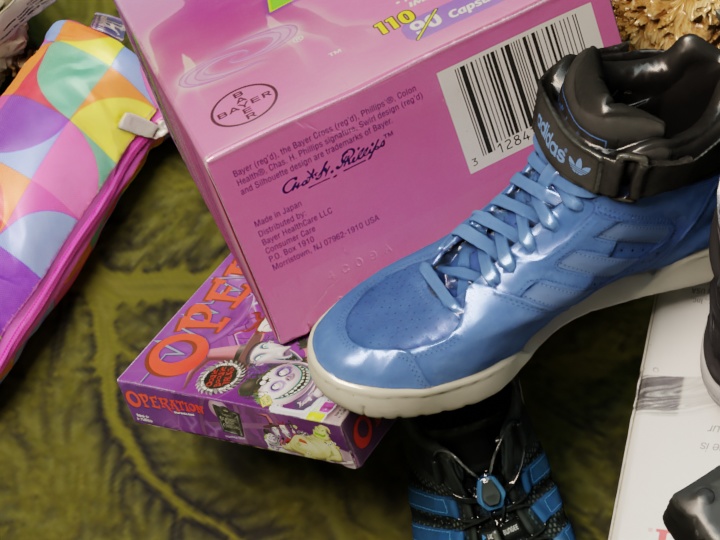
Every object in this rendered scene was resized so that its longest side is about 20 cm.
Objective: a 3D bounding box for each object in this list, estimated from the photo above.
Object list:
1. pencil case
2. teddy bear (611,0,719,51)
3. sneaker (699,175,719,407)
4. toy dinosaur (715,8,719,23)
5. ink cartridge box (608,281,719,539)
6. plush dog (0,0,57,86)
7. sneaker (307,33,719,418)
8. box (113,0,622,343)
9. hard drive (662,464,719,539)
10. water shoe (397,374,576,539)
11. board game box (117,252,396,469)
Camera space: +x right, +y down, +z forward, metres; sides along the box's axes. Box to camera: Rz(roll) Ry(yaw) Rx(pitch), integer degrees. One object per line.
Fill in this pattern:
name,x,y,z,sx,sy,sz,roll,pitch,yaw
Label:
pencil case,-0.161,-0.028,1.029,0.088,0.089,0.201,23,69,26
teddy bear,0.170,-0.170,0.957,0.200,0.067,0.145,-41,27,-13
sneaker,0.198,-0.038,0.818,0.075,0.114,0.200,31,69,29
toy dinosaur,0.170,-0.064,0.914,0.087,0.200,0.048,0,75,-5
ink cartridge box,0.188,0.063,0.876,0.144,0.084,0.201,6,61,17
plush dog,-0.237,-0.163,1.099,0.159,0.200,0.173,-11,61,-32
sneaker,0.066,-0.025,0.819,0.198,0.112,0.077,-21,46,-12
box,0.002,-0.090,0.934,0.175,0.097,0.200,-25,34,-5
hard drive,0.228,0.092,0.780,0.199,0.033,0.140,-28,67,-17
water shoe,0.047,0.097,0.897,0.071,0.079,0.201,-20,56,3
board game box,0.000,0.000,0.923,0.119,0.032,0.200,3,40,38
